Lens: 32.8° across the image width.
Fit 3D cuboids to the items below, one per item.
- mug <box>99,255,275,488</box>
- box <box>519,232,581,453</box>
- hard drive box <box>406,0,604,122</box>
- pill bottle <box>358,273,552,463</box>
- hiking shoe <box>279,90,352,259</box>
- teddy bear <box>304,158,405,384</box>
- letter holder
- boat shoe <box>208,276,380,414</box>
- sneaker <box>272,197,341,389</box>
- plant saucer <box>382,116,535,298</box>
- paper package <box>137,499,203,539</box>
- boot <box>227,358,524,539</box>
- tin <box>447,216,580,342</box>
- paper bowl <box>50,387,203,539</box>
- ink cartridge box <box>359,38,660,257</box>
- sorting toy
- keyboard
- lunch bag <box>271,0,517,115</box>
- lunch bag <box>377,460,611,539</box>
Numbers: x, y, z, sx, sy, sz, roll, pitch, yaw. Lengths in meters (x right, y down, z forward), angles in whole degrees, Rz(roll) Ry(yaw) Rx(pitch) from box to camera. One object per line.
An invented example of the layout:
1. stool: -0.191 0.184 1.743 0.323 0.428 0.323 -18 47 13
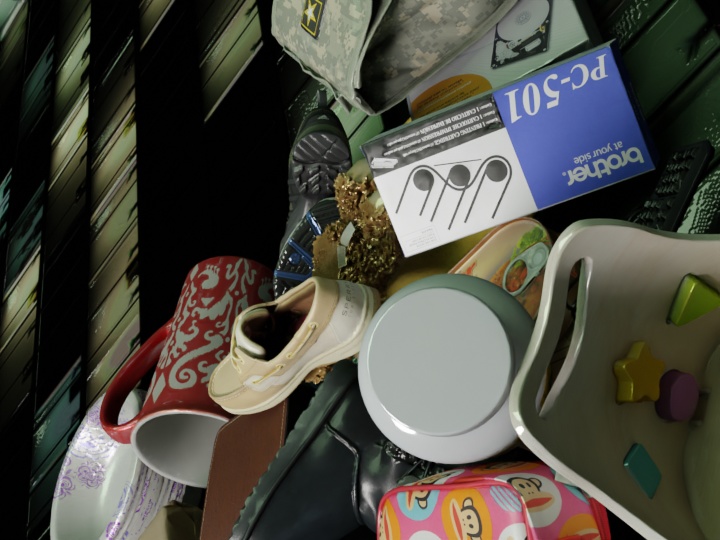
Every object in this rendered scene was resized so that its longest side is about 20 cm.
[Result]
1. mug: -0.159 0.090 1.203 0.134 0.177 0.201 102 177 -50
2. box: 0.145 0.052 0.886 0.200 0.021 0.164 13 80 61
3. hard drive box: 0.113 -0.186 1.008 0.155 0.077 0.201 -29 43 19
4. pill bottle: 0.060 0.062 0.754 0.200 0.112 0.112 40 -109 -77
5. hiking shoe: -0.035 -0.070 1.177 0.101 0.075 0.201 -85 4 -49
6. teddy bear: 0.000 0.000 1.029 0.145 0.067 0.201 11 91 56
7. letter holder: -0.064 0.219 1.031 0.142 0.100 0.201 -36 41 45
8. boat shoe: -0.070 0.055 0.984 0.200 0.069 0.074 -35 43 39
9. sneaker: -0.050 0.020 1.144 0.077 0.075 0.201 -95 22 -66
10. plant saucer: 0.059 -0.070 1.087 0.200 0.048 0.201 -45 36 33
11. paper package: -0.177 0.353 1.117 0.200 0.103 0.191 -52 32 23
12. boot: 0.010 0.184 0.875 0.168 0.076 0.201 30 86 22
13. tin: 0.089 0.044 0.925 0.200 0.042 0.112 -45 39 34
14. paper bowl: -0.241 0.232 1.303 0.201 0.104 0.201 -38 39 40
15. ink cartridge box: 0.108 -0.087 0.899 0.199 0.094 0.044 -19 9 22
16. sorting toy: 0.165 0.059 0.688 0.107 0.180 0.201 2 71 58
17. keyboard: 0.160 0.007 0.788 0.201 0.040 0.104 -63 -2 -2
18. lunch bag: 0.021 -0.231 0.976 0.200 0.118 0.164 -48 40 3
19. lunch bag: 0.095 0.215 0.731 0.176 0.082 0.201 -19 80 54
